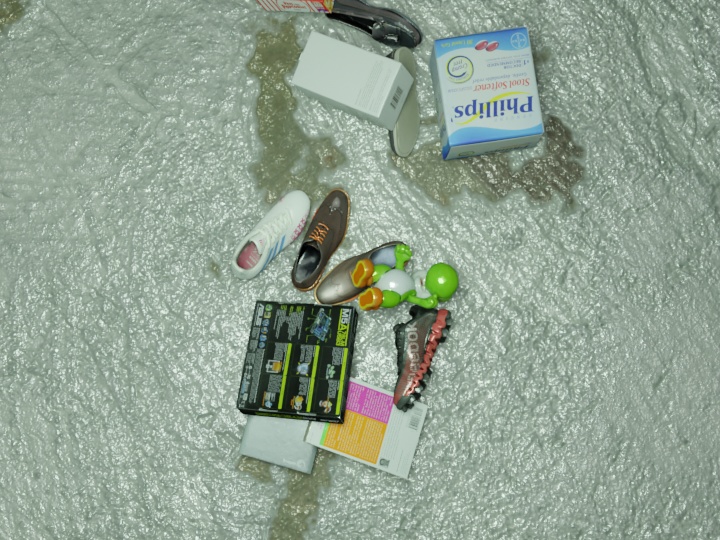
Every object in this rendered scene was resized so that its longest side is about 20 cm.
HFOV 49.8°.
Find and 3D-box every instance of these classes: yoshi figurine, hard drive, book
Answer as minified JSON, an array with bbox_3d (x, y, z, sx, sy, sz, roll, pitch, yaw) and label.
[{"bbox_3d":[0.092,0.019,1.356,0.196,0.111,0.116,1,105,-31],"label":"yoshi figurine"},{"bbox_3d":[-0.129,0.249,1.406,0.136,0.033,0.205,14,84,2],"label":"hard drive"},{"bbox_3d":[0.011,0.271,1.379,0.196,0.048,0.137,22,78,-8],"label":"book"}]

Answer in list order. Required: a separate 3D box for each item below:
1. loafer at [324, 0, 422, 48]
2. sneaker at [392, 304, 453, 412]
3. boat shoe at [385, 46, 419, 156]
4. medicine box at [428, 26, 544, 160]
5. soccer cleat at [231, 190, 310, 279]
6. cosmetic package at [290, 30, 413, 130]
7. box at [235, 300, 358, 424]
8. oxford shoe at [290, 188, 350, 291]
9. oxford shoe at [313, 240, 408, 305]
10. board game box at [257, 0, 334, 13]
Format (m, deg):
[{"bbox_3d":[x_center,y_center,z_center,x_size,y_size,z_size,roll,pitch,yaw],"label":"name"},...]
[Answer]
[{"bbox_3d":[0.022,-0.464,1.469,0.197,0.072,0.064,30,66,12],"label":"loafer"},{"bbox_3d":[0.091,0.150,1.390,0.096,0.071,0.204,22,71,7],"label":"sneaker"},{"bbox_3d":[0.068,-0.316,1.472,0.062,0.072,0.206,-2,87,43],"label":"boat shoe"},{"bbox_3d":[0.231,-0.325,1.439,0.177,0.103,0.206,-8,82,-1],"label":"medicine box"},{"bbox_3d":[-0.162,-0.065,1.417,0.069,0.086,0.201,38,84,5],"label":"soccer cleat"},{"bbox_3d":[-0.016,-0.348,1.419,0.197,0.085,0.110,27,93,23],"label":"cosmetic package"},{"bbox_3d":[-0.108,0.157,1.360,0.187,0.048,0.205,3,66,9],"label":"box"},{"bbox_3d":[-0.070,-0.058,1.422,0.070,0.073,0.205,21,83,3],"label":"oxford shoe"},{"bbox_3d":[0.000,0.000,1.415,0.197,0.073,0.072,-32,84,-3],"label":"oxford shoe"},{"bbox_3d":[-0.105,-0.597,1.478,0.148,0.046,0.206,9,82,24],"label":"board game box"}]
